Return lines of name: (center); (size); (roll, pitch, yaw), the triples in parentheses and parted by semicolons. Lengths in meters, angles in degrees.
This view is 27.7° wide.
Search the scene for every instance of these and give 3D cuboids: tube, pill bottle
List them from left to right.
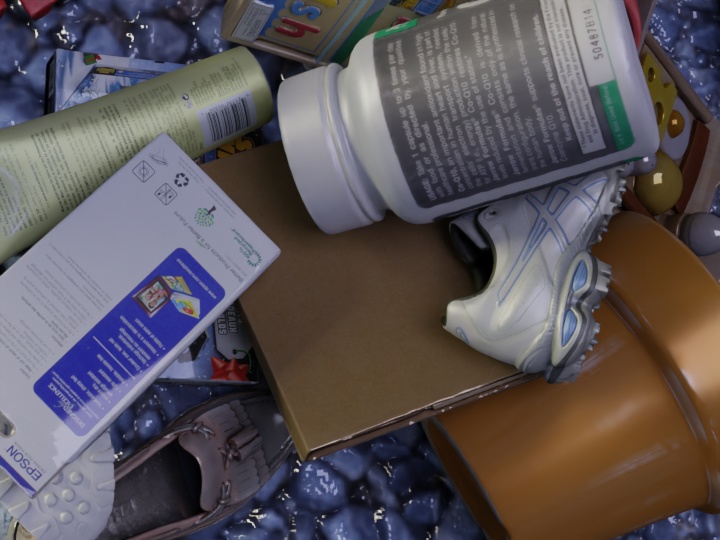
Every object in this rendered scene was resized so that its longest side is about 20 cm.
tube: (-0.148, -0.076, 0.869); (0.199, 0.052, 0.058); (-27, 63, -20)
pill bottle: (0.061, -0.093, 0.830); (0.198, 0.113, 0.114); (-16, 88, 13)

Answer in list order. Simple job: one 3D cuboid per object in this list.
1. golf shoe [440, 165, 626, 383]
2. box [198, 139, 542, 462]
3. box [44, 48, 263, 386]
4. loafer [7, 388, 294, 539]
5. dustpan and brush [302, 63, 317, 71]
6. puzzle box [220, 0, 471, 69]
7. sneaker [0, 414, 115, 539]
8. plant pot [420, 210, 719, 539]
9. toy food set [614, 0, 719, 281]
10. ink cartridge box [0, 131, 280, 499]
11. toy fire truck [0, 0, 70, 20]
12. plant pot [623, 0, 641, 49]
golf shoe: (0.104, -0.034, 0.869); (0.096, 0.079, 0.201); (15, 56, 3)
box: (0.000, 0.000, 0.881); (0.162, 0.021, 0.201); (-18, 65, -19)
box: (-0.131, -0.030, 0.915); (0.136, 0.040, 0.202); (4, 80, -22)
loafer: (-0.115, 0.132, 0.885); (0.199, 0.063, 0.072); (-26, 92, -24)
dustpan and brush: (-0.050, -0.224, 0.967); (0.138, 0.057, 0.202); (-4, 84, -24)
puzzle box: (0.013, -0.174, 0.835); (0.132, 0.200, 0.026); (13, 62, -20)
sneaker: (-0.204, 0.068, 0.831); (0.076, 0.080, 0.201); (-28, 85, -25)
plant pot: (0.145, 0.093, 0.945); (0.182, 0.200, 0.201); (-30, 95, -9)
toy food set: (0.222, -0.084, 1.029); (0.200, 0.060, 0.145); (38, 67, -46)
ink cartridge box: (-0.145, 0.024, 0.801); (0.099, 0.039, 0.200); (46, 64, -2)
toy fire truck: (-0.171, -0.199, 0.861); (0.199, 0.141, 0.049); (-35, 98, -6)
plant pot: (0.082, -0.222, 0.959); (0.199, 0.200, 0.179); (15, 61, -21)
